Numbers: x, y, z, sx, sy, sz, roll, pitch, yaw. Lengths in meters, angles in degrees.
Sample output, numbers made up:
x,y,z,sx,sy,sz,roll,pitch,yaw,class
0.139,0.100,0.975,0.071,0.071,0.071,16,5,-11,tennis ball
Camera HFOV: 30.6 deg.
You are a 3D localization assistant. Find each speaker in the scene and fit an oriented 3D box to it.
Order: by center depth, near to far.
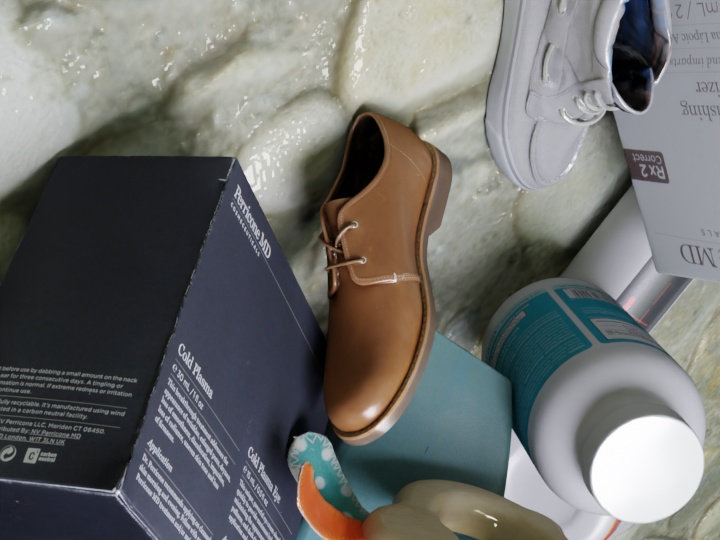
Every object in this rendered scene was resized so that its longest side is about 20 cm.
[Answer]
x,y,z,sx,sy,sz,roll,pitch,yaw,class
0.211,-0.014,0.970,0.200,0.081,0.081,-52,142,9,speaker

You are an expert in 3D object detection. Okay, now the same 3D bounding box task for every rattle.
x,y,z,sx,sy,sz,roll,pitch,yaw,class
0.025,0.182,0.719,0.199,0.130,0.143,13,126,-30,rattle

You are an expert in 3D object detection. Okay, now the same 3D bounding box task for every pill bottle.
x,y,z,sx,sy,sz,roll,pitch,yaw,class
0.150,0.084,0.844,0.110,0.200,0.111,-2,108,-7,pill bottle
0.172,0.163,1.039,0.110,0.109,0.200,-55,159,12,pill bottle

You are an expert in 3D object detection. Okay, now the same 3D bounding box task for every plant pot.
x,y,z,sx,sy,sz,roll,pitch,yaw,class
0.002,0.136,0.825,0.141,0.141,0.201,34,71,-26,plant pot

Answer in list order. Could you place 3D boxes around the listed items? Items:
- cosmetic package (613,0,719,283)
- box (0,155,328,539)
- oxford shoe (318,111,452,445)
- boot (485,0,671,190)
x,y,z,sx,sy,sz,roll,pitch,yaw,class
0.271,-0.109,0.815,0.165,0.165,0.201,-26,108,-23,cosmetic package
-0.101,0.074,0.670,0.200,0.104,0.183,68,31,-50,box
0.000,0.000,0.736,0.071,0.201,0.071,-19,141,36,oxford shoe
0.133,-0.112,0.797,0.073,0.096,0.200,-27,138,-22,boot
